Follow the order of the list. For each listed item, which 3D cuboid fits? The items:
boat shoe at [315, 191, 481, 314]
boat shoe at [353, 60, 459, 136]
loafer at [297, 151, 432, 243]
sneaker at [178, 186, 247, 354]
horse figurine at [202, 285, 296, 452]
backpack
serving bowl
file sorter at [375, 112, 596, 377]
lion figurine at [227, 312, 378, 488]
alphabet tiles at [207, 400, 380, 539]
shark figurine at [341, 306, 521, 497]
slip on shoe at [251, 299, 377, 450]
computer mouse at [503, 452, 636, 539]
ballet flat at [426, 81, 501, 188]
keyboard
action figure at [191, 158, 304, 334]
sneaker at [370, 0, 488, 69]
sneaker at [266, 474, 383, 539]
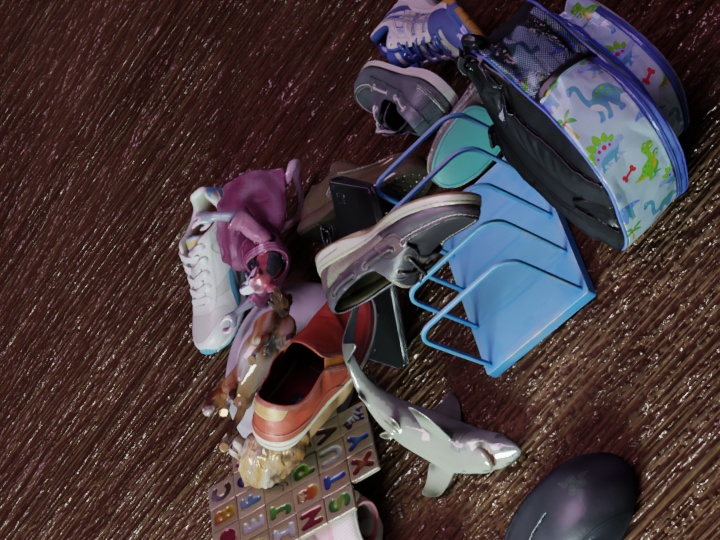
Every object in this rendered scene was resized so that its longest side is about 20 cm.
[{"bbox_3d":[0.037,-0.015,1.426,0.199,0.071,0.066,-25,68,38],"label":"boat shoe"},{"bbox_3d":[0.034,-0.178,1.662,0.062,0.073,0.199,-52,24,-10],"label":"boat shoe"},{"bbox_3d":[-0.001,-0.091,1.689,0.199,0.075,0.068,-24,62,41],"label":"loafer"},{"bbox_3d":[-0.181,0.000,1.857,0.076,0.080,0.203,-12,66,44],"label":"sneaker"},{"bbox_3d":[-0.111,0.097,1.631,0.201,0.049,0.133,-60,7,21],"label":"horse figurine"},{"bbox_3d":[0.208,-0.135,1.380,0.146,0.183,0.200,-38,57,-3],"label":"backpack"},{"bbox_3d":[-0.088,0.104,1.714,0.199,0.065,0.203,-24,57,43],"label":"serving bowl"},{"bbox_3d":[0.111,-0.030,1.494,0.139,0.122,0.202,-42,46,29],"label":"file sorter"},{"bbox_3d":[-0.050,0.133,1.583,0.199,0.123,0.072,-37,57,-26],"label":"lion figurine"},{"bbox_3d":[-0.071,0.213,1.584,0.199,0.006,0.167,-30,37,13],"label":"alphabet tiles"},{"bbox_3d":[0.056,0.129,1.506,0.090,0.214,0.129,-47,-10,-41],"label":"shark figurine"},{"bbox_3d":[-0.042,0.084,1.503,0.073,0.062,0.201,21,51,21],"label":"slip on shoe"},{"bbox_3d":[0.166,0.244,1.362,0.201,0.052,0.139,-57,39,15],"label":"computer mouse"},{"bbox_3d":[0.137,-0.173,1.584,0.201,0.072,0.072,-54,41,18],"label":"ballet flat"},{"bbox_3d":[0.000,0.000,1.605,0.126,0.020,0.203,14,120,52],"label":"keyboard"},{"bbox_3d":[-0.108,-0.022,1.734,0.200,0.147,0.136,-121,18,-60],"label":"action figure"},{"bbox_3d":[0.075,-0.240,1.645,0.088,0.075,0.200,-44,25,-2],"label":"sneaker"},{"bbox_3d":[-0.031,0.245,1.586,0.104,0.075,0.201,-34,37,12],"label":"sneaker"}]
